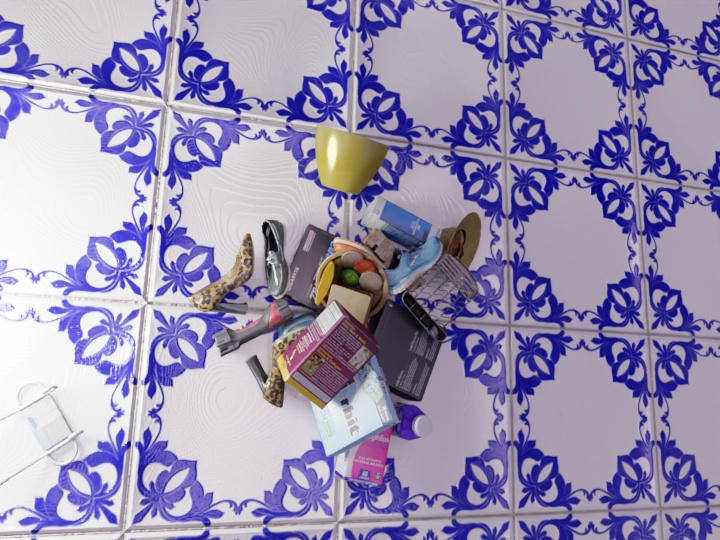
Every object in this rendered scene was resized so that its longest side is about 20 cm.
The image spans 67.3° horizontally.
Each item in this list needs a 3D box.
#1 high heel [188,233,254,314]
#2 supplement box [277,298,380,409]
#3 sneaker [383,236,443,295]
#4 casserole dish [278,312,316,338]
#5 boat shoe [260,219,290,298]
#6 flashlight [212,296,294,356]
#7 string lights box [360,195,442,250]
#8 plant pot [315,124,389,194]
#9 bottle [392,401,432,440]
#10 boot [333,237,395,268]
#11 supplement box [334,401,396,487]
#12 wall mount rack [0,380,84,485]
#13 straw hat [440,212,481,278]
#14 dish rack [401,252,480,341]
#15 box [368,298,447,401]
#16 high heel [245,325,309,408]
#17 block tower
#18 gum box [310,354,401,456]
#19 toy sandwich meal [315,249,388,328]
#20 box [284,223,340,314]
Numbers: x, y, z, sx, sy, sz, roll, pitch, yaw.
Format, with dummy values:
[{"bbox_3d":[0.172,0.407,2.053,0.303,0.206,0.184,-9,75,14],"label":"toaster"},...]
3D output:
[{"bbox_3d":[-0.334,0.002,1.310,0.140,0.071,0.204,9,87,-21],"label":"high heel"},{"bbox_3d":[-0.074,0.191,1.239,0.200,0.103,0.131,-45,117,1],"label":"supplement box"},{"bbox_3d":[0.127,-0.028,1.358,0.199,0.078,0.091,-41,101,-21],"label":"sneaker"},{"bbox_3d":[-0.128,0.202,1.364,0.119,0.039,0.203,-23,88,-18],"label":"casserole dish"},{"bbox_3d":[-0.221,-0.032,1.350,0.072,0.062,0.204,-12,72,26],"label":"boat shoe"},{"bbox_3d":[-0.263,0.135,1.326,0.197,0.068,0.069,-25,96,-14],"label":"flashlight"},{"bbox_3d":[0.108,-0.117,1.457,0.197,0.103,0.060,26,73,-11],"label":"string lights box"},{"bbox_3d":[-0.037,-0.281,1.415,0.196,0.200,0.145,13,101,-14],"label":"plant pot"},{"bbox_3d":[0.116,0.370,1.320,0.064,0.200,0.085,11,78,-14],"label":"bottle"},{"bbox_3d":[0.000,0.000,1.373,0.199,0.075,0.108,36,75,-13],"label":"boot"},{"bbox_3d":[0.012,0.413,1.334,0.099,0.103,0.204,15,75,-12],"label":"supplement box"},{"bbox_3d":[-0.702,0.343,1.148,0.172,0.075,0.202,-32,89,-19],"label":"wall mount rack"},{"bbox_3d":[0.251,-0.077,1.498,0.084,0.202,0.203,21,69,33],"label":"straw hat"},{"bbox_3d":[0.208,0.060,1.367,0.200,0.055,0.154,-43,94,-13],"label":"dish rack"},{"bbox_3d":[0.097,0.206,1.395,0.180,0.104,0.203,28,73,-11],"label":"box"},{"bbox_3d":[-0.168,0.231,1.299,0.198,0.071,0.144,-34,85,17],"label":"high heel"},{"bbox_3d":[0.087,-0.020,1.459,0.200,0.054,0.058,46,72,-4],"label":"block tower"},{"bbox_3d":[-0.020,0.314,1.271,0.044,0.198,0.172,24,39,-53],"label":"gum box"},{"bbox_3d":[-0.027,0.052,1.314,0.201,0.070,0.209,3,112,8],"label":"toy sandwich meal"},{"bbox_3d":[-0.086,0.011,1.406,0.196,0.050,0.203,26,74,-12],"label":"box"}]
